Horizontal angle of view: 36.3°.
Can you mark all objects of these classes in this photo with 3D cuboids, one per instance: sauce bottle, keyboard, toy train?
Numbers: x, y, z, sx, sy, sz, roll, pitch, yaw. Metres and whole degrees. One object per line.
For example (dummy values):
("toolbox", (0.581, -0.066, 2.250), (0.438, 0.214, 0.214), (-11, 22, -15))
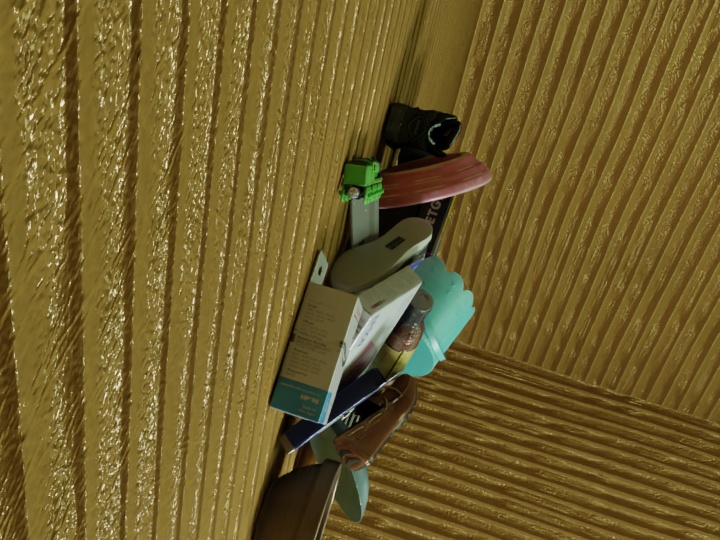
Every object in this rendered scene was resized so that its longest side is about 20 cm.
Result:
("sauce bottle", (0.061, 0.101, 1.679), (0.200, 0.066, 0.066), (119, -6, -48))
("keyboard", (0.005, -0.040, 1.600), (0.056, 0.011, 0.201), (-35, 144, -29))
("toy train", (0.004, -0.119, 1.429), (0.200, 0.041, 0.057), (-45, 141, -80))

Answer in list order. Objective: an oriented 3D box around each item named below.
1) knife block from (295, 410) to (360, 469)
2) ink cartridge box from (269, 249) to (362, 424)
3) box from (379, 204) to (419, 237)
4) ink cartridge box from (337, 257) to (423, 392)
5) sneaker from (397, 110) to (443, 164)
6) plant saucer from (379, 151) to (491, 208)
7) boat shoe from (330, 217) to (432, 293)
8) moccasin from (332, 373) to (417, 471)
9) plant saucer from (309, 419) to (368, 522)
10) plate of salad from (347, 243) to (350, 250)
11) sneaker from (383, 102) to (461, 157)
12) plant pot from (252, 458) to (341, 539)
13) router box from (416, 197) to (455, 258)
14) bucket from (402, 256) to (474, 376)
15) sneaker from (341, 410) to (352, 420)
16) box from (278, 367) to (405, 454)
("knife block", (-0.059, 0.303, 1.951), (0.201, 0.064, 0.176), (-55, -160, 15))
("ink cartridge box", (-0.047, 0.086, 1.368), (0.116, 0.066, 0.202), (72, 35, -81))
("box", (0.056, -0.057, 2.024), (0.141, 0.078, 0.202), (-63, 169, -77))
("ink cartridge box", (0.011, 0.089, 1.562), (0.200, 0.043, 0.197), (-28, 154, -52))
("sneaker", (0.116, -0.256, 1.965), (0.200, 0.076, 0.115), (102, 4, -75))
("plant saucer", (0.104, -0.145, 1.723), (0.201, 0.199, 0.051), (-57, 135, -74))
("boat shoe", (0.034, -0.007, 1.592), (0.199, 0.071, 0.064), (-31, 141, -37))
("moccasin", (0.021, 0.214, 1.645), (0.074, 0.078, 0.201), (-35, -174, 48))
("plant saucer", (-0.029, 0.291, 1.706), (0.202, 0.038, 0.202), (56, -21, 35))
("plate of salad", (0.000, 0.000, 1.745), (0.200, 0.048, 0.202), (16, 90, -85))
("sneaker", (0.100, -0.220, 1.752), (0.199, 0.113, 0.077), (-34, 143, -86))
("plant pot", (-0.098, 0.363, 1.599), (0.201, 0.092, 0.203), (18, 90, -86))
("router box", (0.129, -0.085, 1.988), (0.149, 0.051, 0.201), (97, 13, -64))
("bucket", (0.079, 0.072, 1.861), (0.135, 0.206, 0.208), (-56, 167, -29))
("sneaker", (-0.040, 0.206, 1.869), (0.201, 0.076, 0.085), (-65, 178, -51))
("box", (-0.024, 0.188, 1.562), (0.199, 0.033, 0.121), (-35, 174, -1))
